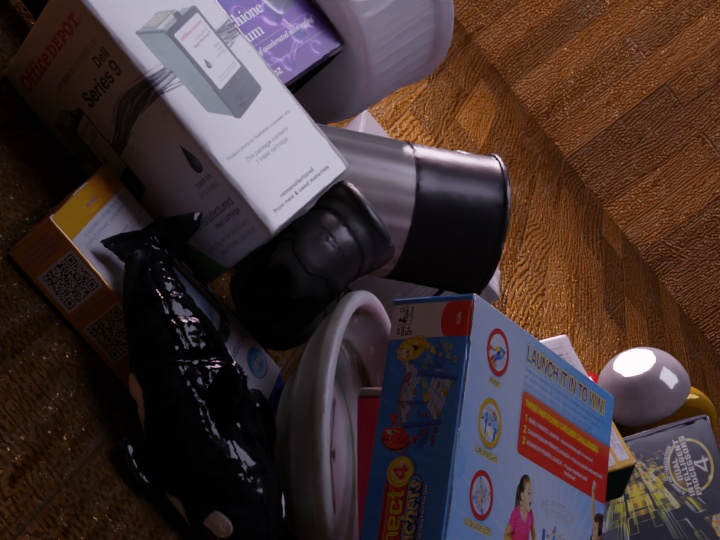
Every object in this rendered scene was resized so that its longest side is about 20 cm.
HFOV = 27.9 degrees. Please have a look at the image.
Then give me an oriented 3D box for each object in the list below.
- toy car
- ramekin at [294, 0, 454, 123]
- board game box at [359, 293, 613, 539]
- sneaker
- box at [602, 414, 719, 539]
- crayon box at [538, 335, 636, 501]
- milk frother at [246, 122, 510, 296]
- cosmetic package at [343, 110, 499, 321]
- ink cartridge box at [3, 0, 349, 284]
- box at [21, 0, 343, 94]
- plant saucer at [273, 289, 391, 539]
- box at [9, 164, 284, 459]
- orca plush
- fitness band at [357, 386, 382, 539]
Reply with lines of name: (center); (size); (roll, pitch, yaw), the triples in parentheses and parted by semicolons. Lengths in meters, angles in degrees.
toy car: (0.212, 0.157, 1.299); (0.150, 0.199, 0.176); (39, -25, 56)
ramekin: (-0.031, -0.216, 1.157); (0.098, 0.200, 0.201); (-41, 94, -31)
board game box: (0.079, 0.140, 0.860); (0.200, 0.056, 0.197); (35, 58, -50)
sneaker: (-0.052, 0.010, 0.959); (0.076, 0.091, 0.200); (51, -28, 8)
box: (0.234, 0.232, 1.164); (0.049, 0.160, 0.202); (145, -68, -67)
crayon box: (0.087, 0.130, 1.084); (0.052, 0.199, 0.126); (99, -26, -49)
milk frother: (0.000, 0.000, 1.143); (0.187, 0.181, 0.201); (9, 66, -16)
cosmetic package: (0.026, -0.031, 1.304); (0.200, 0.107, 0.090); (51, 17, -11)
ink cartridge box: (-0.124, -0.099, 0.944); (0.200, 0.146, 0.084); (50, 57, -5)
box: (-0.137, -0.192, 1.073); (0.200, 0.104, 0.148); (52, 54, -5)
plant saucer: (-0.015, 0.114, 0.902); (0.200, 0.050, 0.202); (-3, 90, -76)
box: (-0.119, 0.036, 0.888); (0.200, 0.041, 0.119); (52, 16, -11)
orca plush: (-0.076, 0.059, 0.801); (0.105, 0.071, 0.202); (7, 65, -39)
fitness band: (0.030, 0.130, 0.914); (0.144, 0.037, 0.202); (26, 63, -76)
